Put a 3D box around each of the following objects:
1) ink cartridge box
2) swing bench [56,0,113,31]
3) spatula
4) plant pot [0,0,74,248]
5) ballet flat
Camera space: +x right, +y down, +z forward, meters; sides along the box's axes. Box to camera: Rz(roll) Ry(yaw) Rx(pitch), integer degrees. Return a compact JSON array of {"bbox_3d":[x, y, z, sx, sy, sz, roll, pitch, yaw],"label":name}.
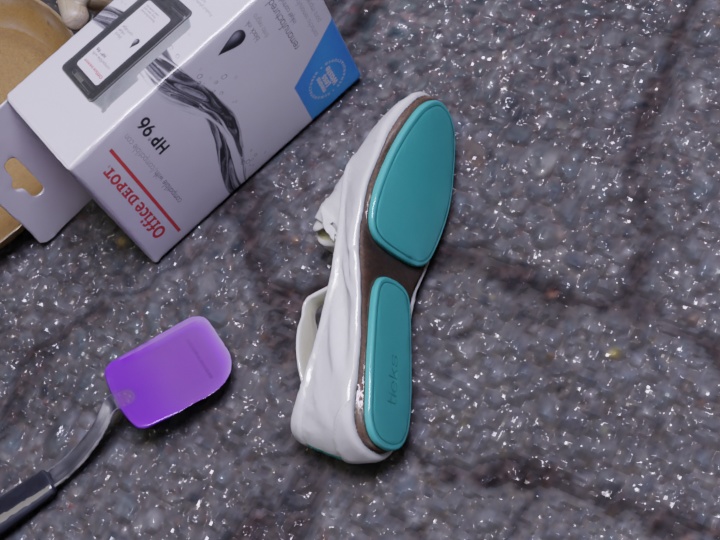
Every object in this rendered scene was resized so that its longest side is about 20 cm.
[{"bbox_3d":[-0.105,-0.085,0.807,0.200,0.116,0.068,-43,61,-4],"label":"ink cartridge box"},{"bbox_3d":[-0.112,-0.263,0.844,0.199,0.129,0.201,-52,57,26],"label":"swing bench"},{"bbox_3d":[-0.152,0.097,0.786,0.200,0.021,0.057,-40,48,-1],"label":"spatula"},{"bbox_3d":[-0.249,-0.079,0.901,0.198,0.028,0.202,-7,63,14],"label":"plant pot"},{"bbox_3d":[0.000,0.000,0.768,0.069,0.070,0.202,2,67,18],"label":"ballet flat"}]
